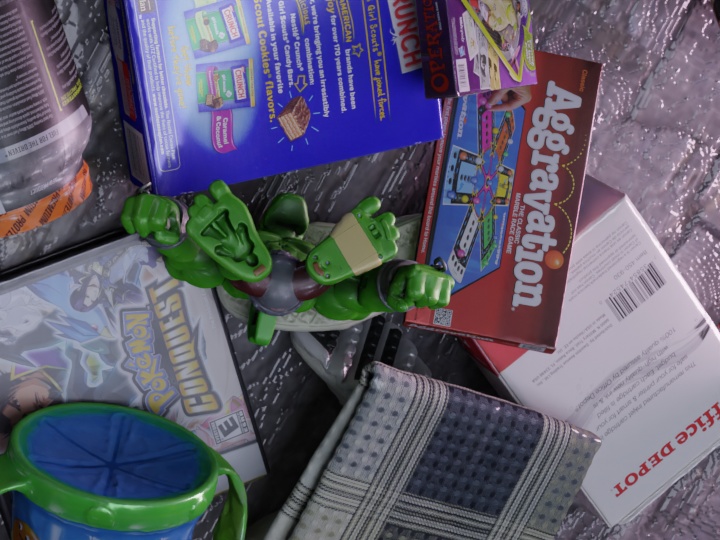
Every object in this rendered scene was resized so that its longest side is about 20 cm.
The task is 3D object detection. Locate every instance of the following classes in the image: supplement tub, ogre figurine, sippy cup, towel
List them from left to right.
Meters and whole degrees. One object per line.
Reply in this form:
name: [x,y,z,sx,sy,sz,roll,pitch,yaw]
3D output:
supplement tub: [-0.237,-0.127,1.433,0.122,0.123,0.200,-22,111,-14]
sippy cup: [-0.167,0.172,1.521,0.178,0.140,0.130,13,113,2]
ogre figurine: [-0.053,-0.005,1.495,0.200,0.120,0.098,-5,80,-13]
towel: [0.041,0.166,1.584,0.192,0.035,0.200,18,108,-29]

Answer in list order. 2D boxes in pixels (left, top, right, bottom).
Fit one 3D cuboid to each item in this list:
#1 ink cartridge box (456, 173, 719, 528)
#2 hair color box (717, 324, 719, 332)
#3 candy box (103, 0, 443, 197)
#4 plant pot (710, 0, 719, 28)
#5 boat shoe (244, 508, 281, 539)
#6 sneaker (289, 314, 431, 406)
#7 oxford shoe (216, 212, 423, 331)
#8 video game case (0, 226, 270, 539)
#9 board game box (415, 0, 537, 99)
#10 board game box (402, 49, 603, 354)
ink cartridge box: [0.165,0.056,1.661,0.147,0.083,0.200,-39,114,-6]
hair color box: [0.326,0.105,1.672,0.061,0.200,0.102,-12,109,-18]
candy box: [-0.057,-0.149,1.521,0.200,0.077,0.169,-12,108,-16]
plant pot: [0.332,-0.226,1.586,0.182,0.200,0.201,-7,108,-9]
boat shoe: [-0.094,0.237,1.615,0.200,0.074,0.060,-41,103,-3]
sneaker: [0.024,0.098,1.628,0.200,0.075,0.081,39,133,-13]
oxford shoe: [0.000,0.000,1.595,0.200,0.058,0.075,-13,84,-14]
video game case: [-0.170,0.079,1.572,0.181,0.026,0.200,-21,112,-14]
board game box: [0.069,-0.213,1.519,0.120,0.032,0.200,-13,99,-55]
board game box: [0.096,-0.052,1.580,0.103,0.019,0.200,11,78,-4]
